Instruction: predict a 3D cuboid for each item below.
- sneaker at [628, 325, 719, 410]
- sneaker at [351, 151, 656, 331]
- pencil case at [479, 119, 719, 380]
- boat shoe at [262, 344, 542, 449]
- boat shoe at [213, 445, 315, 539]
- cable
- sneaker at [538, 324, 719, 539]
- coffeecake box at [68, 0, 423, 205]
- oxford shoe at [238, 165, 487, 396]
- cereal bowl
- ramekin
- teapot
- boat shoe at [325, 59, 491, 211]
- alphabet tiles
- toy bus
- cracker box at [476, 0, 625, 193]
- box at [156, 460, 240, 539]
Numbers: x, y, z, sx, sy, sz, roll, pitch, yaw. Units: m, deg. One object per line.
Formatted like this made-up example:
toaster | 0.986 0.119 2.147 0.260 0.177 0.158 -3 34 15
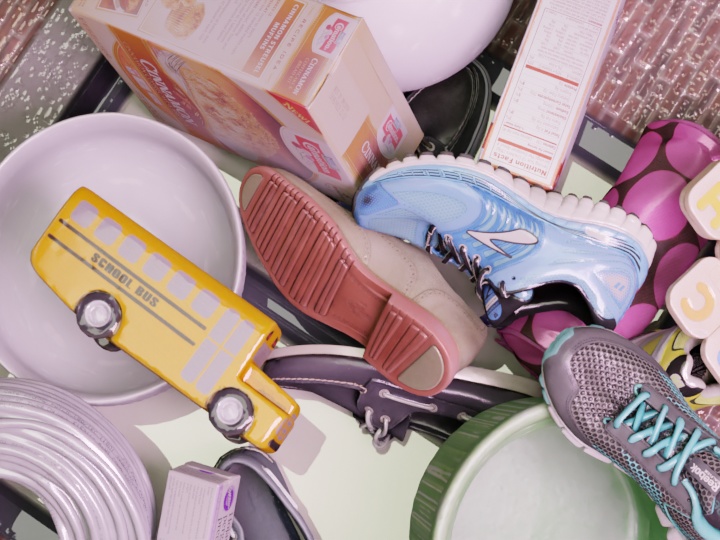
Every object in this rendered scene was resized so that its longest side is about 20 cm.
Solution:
sneaker | 0.262 0.053 1.165 0.199 0.076 0.076 -24 96 -26
sneaker | 0.086 -0.013 1.121 0.198 0.079 0.091 16 72 9
pencil case | 0.175 -0.011 1.204 0.091 0.094 0.200 43 81 -16
boat shoe | 0.026 0.092 1.200 0.197 0.073 0.064 9 80 -1
boat shoe | -0.052 0.215 1.187 0.072 0.062 0.202 -23 79 -1
cable | -0.233 0.172 1.168 0.199 0.069 0.201 29 109 -2
sneaker | 0.192 0.109 1.055 0.200 0.091 0.078 44 80 -13
coffeecake box | -0.073 -0.132 1.171 0.199 0.154 0.074 24 75 26
oxford shoe | 0.000 0.000 1.176 0.200 0.071 0.074 46 40 12
cereal bowl | -0.173 -0.003 1.221 0.197 0.083 0.203 -1 81 4
ramekin | 0.126 0.177 1.138 0.198 0.098 0.203 -1 93 -15
teapot | 0.014 -0.226 1.197 0.200 0.146 0.197 -47 66 2
boat shoe | 0.027 -0.071 1.235 0.068 0.057 0.201 35 84 9
alphabet tiles | 0.293 0.003 1.127 0.195 0.015 0.201 -39 99 -19
toy bus | -0.121 0.036 1.139 0.199 0.065 0.079 35 82 8
cracker box | 0.137 -0.141 1.202 0.057 0.134 0.202 21 82 5
box | -0.121 0.231 1.169 0.041 0.039 0.203 12 97 19
